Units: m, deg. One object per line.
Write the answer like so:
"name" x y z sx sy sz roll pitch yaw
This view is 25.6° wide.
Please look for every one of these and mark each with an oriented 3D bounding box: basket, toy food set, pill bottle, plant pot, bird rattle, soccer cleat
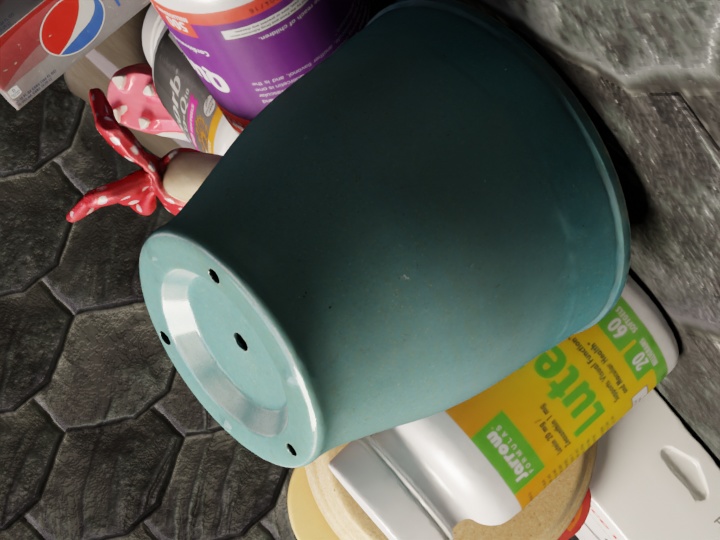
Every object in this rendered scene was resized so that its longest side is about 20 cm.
"basket" -0.144 -0.153 1.391 0.200 0.136 0.181 43 149 13
"toy food set" 0.059 0.109 1.014 0.197 0.201 0.049 10 177 -7
"pill bottle" -0.082 -0.134 1.138 0.117 0.116 0.200 55 177 -41
"pill bottle" -0.048 -0.143 0.913 0.112 0.112 0.200 44 171 35
"plant pot" -0.001 -0.006 0.799 0.200 0.188 0.201 38 148 29
"bird rattle" -0.071 -0.046 0.961 0.163 0.113 0.200 5 155 47
"soccer cleat" -0.109 -0.121 1.269 0.199 0.067 0.076 20 -155 16
"pill bottle" 0.081 0.079 0.937 0.111 0.200 0.111 48 173 8

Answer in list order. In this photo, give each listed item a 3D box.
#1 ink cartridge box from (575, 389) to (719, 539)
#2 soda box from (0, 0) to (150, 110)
"ink cartridge box" 0.193 0.157 1.144 0.147 0.083 0.200 50 173 3
"soda box" -0.183 -0.204 1.066 0.063 0.200 0.070 45 172 30
